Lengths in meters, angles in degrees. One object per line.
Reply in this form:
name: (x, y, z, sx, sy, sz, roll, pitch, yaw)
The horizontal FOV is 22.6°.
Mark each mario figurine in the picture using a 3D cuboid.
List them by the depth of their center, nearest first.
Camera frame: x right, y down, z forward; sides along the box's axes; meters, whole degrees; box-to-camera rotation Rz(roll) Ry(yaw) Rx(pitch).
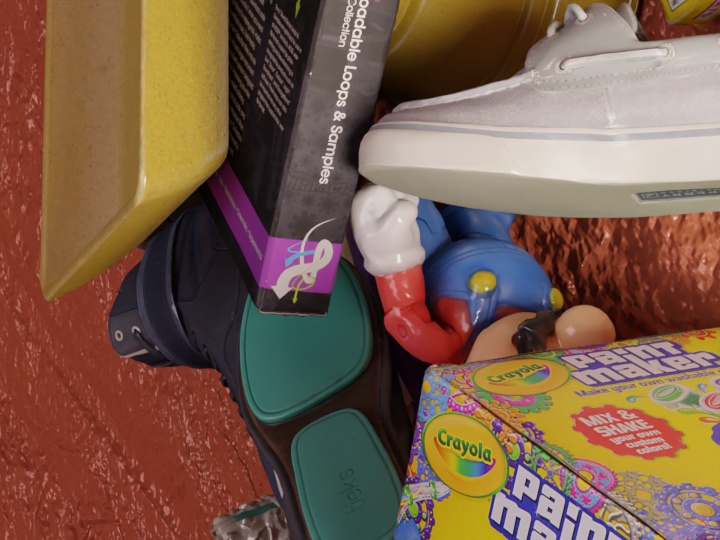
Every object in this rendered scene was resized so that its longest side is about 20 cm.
mario figurine: (0.066, 0.012, 0.721, 0.201, 0.123, 0.106, -112, 9, -45)

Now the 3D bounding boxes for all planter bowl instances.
planter bowl: (0.028, -0.144, 0.790, 0.200, 0.083, 0.202, 10, 102, 54)

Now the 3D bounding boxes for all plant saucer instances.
plant saucer: (-0.102, -0.101, 0.823, 0.200, 0.048, 0.202, 147, 124, -65)

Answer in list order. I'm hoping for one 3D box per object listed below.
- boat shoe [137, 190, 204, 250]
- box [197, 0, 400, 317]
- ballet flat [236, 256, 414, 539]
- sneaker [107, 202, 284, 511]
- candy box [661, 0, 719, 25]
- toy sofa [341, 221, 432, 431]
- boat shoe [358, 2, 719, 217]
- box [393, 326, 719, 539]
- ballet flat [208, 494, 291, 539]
boat shoe: (-0.137, -0.113, 1.042, 0.072, 0.075, 0.202, 8, 99, 57)
box: (-0.025, -0.103, 0.734, 0.143, 0.036, 0.201, -122, 40, -58)
ballet flat: (-0.007, 0.070, 0.725, 0.200, 0.073, 0.073, -109, 32, -53)
sneaker: (-0.062, 0.053, 0.937, 0.146, 0.077, 0.204, -30, 60, 41)
candy box: (0.125, -0.207, 0.691, 0.102, 0.026, 0.201, -39, 63, 54)
toy sofa: (0.000, 0.000, 0.845, 0.097, 0.082, 0.201, -37, 66, 48)
boat shoe: (0.097, -0.061, 0.660, 0.199, 0.070, 0.072, -1, 78, 17)
box: (0.116, 0.130, 0.597, 0.122, 0.199, 0.194, 34, 122, 48)
ballet flat: (-0.066, 0.215, 0.989, 0.072, 0.071, 0.202, 26, 116, 51)
